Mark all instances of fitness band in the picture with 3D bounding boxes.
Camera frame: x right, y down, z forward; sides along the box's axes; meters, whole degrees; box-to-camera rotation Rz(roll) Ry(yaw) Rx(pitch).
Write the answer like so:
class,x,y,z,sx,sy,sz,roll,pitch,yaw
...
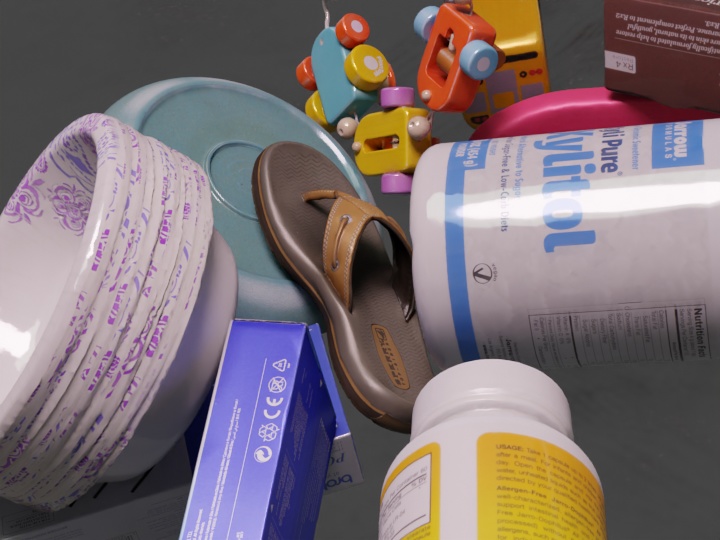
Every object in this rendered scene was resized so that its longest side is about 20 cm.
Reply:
class,x,y,z,sx,sy,sz,roll,pitch,yaw
fitness band,0.161,-0.063,1.113,0.198,0.038,0.144,0,39,16

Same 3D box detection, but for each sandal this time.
class,x,y,z,sx,sy,sz,roll,pitch,yaw
sandal,0.000,0.000,1.019,0.081,0.055,0.201,7,47,-37

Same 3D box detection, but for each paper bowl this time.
class,x,y,z,sx,sy,sz,roll,pitch,yaw
paper bowl,-0.138,0.029,0.930,0.201,0.104,0.202,-44,30,34

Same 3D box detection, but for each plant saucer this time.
class,x,y,z,sx,sy,sz,roll,pitch,yaw
plant saucer,-0.069,-0.048,1.081,0.198,0.027,0.202,19,45,-20

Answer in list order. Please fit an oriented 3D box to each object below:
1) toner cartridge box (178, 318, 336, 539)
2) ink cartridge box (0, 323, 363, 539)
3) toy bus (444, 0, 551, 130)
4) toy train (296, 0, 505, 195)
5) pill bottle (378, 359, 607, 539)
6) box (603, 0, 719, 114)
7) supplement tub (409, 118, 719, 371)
class,x,y,z,sx,sy,sz,roll,pitch,yaw
toner cartridge box,-0.055,0.134,0.870,0.043,0.095,0.202,3,55,12
ink cartridge box,-0.105,0.102,0.996,0.198,0.045,0.094,-16,41,-2
toy bus,0.094,-0.191,1.245,0.064,0.079,0.201,-9,40,8
toy train,0.031,-0.135,1.168,0.055,0.152,0.200,1,24,-33
pill bottle,0.063,0.142,0.845,0.111,0.114,0.201,-7,40,9
box,0.248,-0.179,1.162,0.099,0.076,0.200,16,39,32
supplement tub,0.134,-0.013,0.986,0.198,0.133,0.133,-5,40,13
